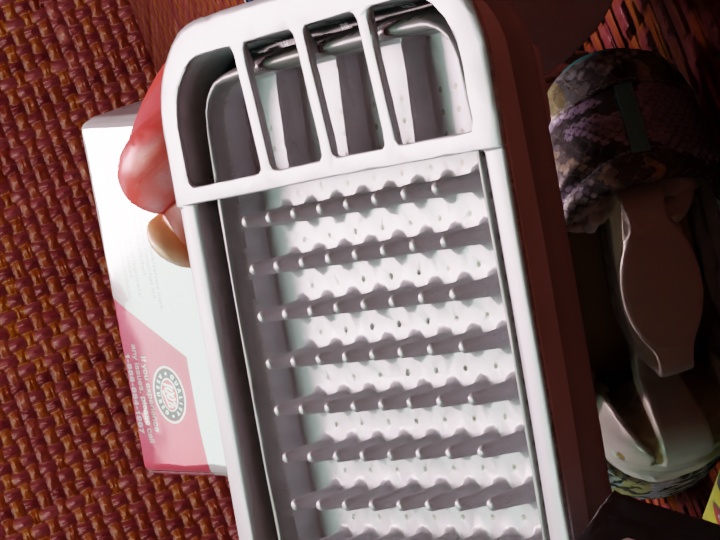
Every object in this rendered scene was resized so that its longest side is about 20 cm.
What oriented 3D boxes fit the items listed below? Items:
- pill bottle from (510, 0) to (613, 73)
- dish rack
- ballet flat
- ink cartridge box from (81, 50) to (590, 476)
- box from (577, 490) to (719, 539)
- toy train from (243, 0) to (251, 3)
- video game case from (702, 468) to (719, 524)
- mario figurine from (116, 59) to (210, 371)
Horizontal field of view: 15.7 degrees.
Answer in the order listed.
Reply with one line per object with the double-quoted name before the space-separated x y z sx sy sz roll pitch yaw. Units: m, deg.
"pill bottle" 0.012 -0.139 0.847 0.200 0.110 0.111 -120 11 -54
"dish rack" 0.012 0.016 0.759 0.171 0.043 0.202 -8 92 55
"ballet flat" 0.093 0.023 0.846 0.072 0.072 0.201 -118 11 -47
"ink cartridge box" 0.000 0.000 0.980 0.199 0.084 0.147 -1 103 45
"box" 0.137 0.162 0.682 0.159 0.044 0.201 16 137 35
"toy train" -0.016 -0.121 1.260 0.114 0.086 0.201 -89 -23 -84
"video game case" 0.167 0.155 0.856 0.181 0.025 0.201 88 160 -68
"mario figurine" -0.002 0.001 0.878 0.201 0.123 0.106 60 172 16
